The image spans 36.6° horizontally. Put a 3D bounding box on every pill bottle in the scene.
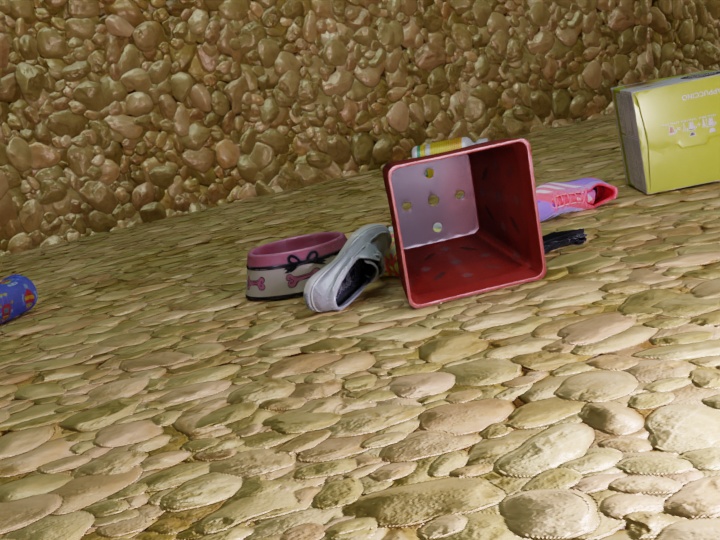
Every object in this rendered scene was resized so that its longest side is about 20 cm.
[{"bbox_3d":[0.243,-0.289,2.861,0.200,0.113,0.113,-9,10,12],"label":"pill bottle"}]

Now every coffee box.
[{"bbox_3d":[0.615,-0.272,2.106,0.199,0.200,0.198,-11,10,3],"label":"coffee box"}]

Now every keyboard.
[{"bbox_3d":[0.272,-0.033,1.686,0.200,0.021,0.127,-19,7,-32],"label":"keyboard"}]

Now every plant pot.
[{"bbox_3d":[0.129,-0.084,1.546,0.200,0.200,0.176,-13,17,-9],"label":"plant pot"}]

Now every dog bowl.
[{"bbox_3d":[-0.101,-0.011,1.817,0.200,0.074,0.200,-10,10,2],"label":"dog bowl"}]

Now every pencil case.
[{"bbox_3d":[-0.697,0.063,2.039,0.087,0.078,0.200,23,21,16],"label":"pencil case"}]

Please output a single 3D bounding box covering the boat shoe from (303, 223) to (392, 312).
[{"bbox_3d":[-0.001,0.000,1.615,0.071,0.070,0.201,9,39,37],"label":"boat shoe"}]

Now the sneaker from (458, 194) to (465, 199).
[{"bbox_3d":[0.180,-0.100,2.036,0.114,0.073,0.200,-12,-1,16],"label":"sneaker"}]

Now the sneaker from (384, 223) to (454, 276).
[{"bbox_3d":[0.062,-0.021,1.702,0.200,0.078,0.090,-18,28,32],"label":"sneaker"}]

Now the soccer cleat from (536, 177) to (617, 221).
[{"bbox_3d":[0.382,-0.131,1.988,0.200,0.067,0.076,-15,15,-36],"label":"soccer cleat"}]
